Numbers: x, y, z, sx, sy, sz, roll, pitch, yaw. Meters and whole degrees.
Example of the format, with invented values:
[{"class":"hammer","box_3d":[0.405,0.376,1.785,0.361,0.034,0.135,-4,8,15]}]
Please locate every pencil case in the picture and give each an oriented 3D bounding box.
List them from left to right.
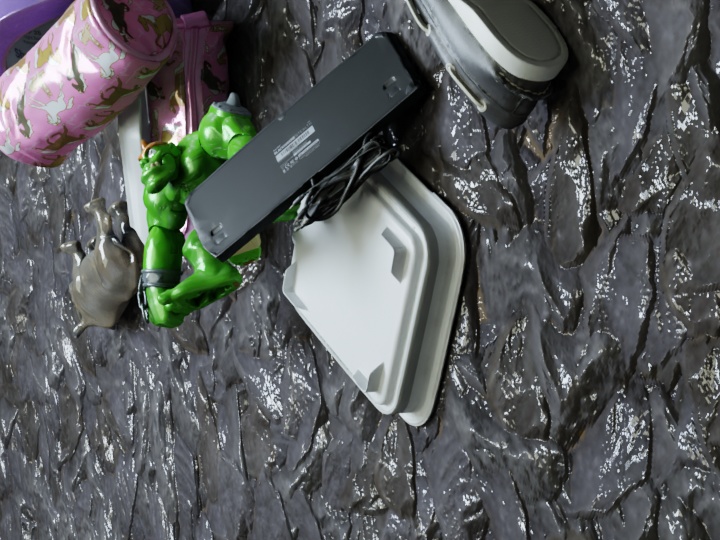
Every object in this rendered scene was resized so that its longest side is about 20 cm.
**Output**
[{"class":"pencil case","box_3d":[-0.229,-0.159,1.518,0.200,0.083,0.087,-37,49,44]},{"class":"pencil case","box_3d":[-0.139,-0.111,1.557,0.086,0.083,0.201,0,95,37]}]

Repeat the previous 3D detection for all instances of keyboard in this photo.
[{"class":"keyboard","box_3d":[-0.032,-0.073,1.332,0.200,0.040,0.104,-39,46,15]}]

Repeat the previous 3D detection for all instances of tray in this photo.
[{"class":"tray","box_3d":[-0.195,-0.106,1.632,0.200,0.022,0.108,95,170,-61]}]

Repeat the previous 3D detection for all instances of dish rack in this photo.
[{"class":"dish rack","box_3d":[0.000,0.000,1.359,0.200,0.043,0.172,49,136,49]}]

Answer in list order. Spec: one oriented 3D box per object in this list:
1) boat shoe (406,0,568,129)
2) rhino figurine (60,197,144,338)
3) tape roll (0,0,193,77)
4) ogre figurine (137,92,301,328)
[{"class":"boat shoe","box_3d":[0.060,-0.173,1.193,0.200,0.074,0.060,55,136,30]},{"class":"rhino figurine","box_3d":[-0.248,0.008,1.800,0.088,0.060,0.200,64,150,15]},{"class":"tape roll","box_3d":[-0.245,-0.222,1.607,0.200,0.199,0.085,-47,54,54]},{"class":"ogre figurine","box_3d":[-0.119,-0.048,1.451,0.200,0.098,0.120,116,142,-57]}]
